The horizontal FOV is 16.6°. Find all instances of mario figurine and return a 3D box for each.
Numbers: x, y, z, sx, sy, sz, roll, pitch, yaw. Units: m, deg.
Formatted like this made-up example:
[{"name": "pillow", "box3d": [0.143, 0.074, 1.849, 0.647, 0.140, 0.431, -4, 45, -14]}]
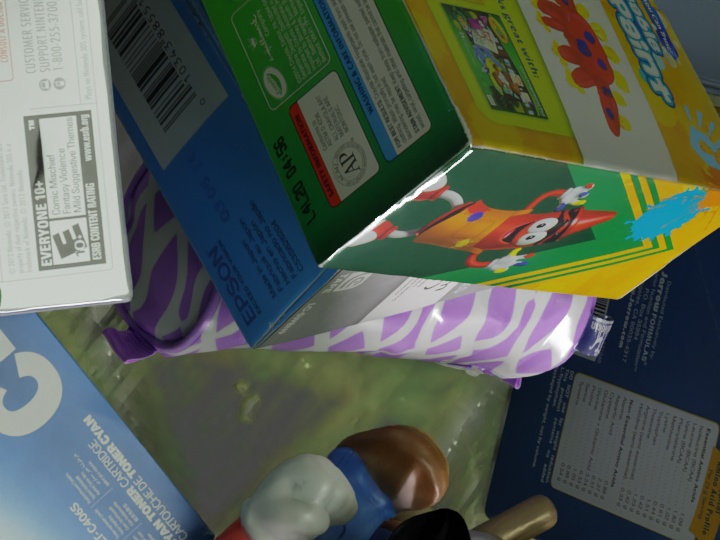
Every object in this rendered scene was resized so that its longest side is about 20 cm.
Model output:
[{"name": "mario figurine", "box3d": [-0.021, 0.142, 0.839, 0.123, 0.106, 0.200, 48, 51, -2]}]

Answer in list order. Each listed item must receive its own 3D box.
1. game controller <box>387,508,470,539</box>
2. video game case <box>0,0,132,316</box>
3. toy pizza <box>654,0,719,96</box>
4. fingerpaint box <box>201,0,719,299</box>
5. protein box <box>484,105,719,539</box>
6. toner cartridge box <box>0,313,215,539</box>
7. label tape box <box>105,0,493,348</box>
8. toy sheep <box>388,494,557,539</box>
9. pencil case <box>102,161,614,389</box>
[{"name": "game controller", "box3d": [0.025, 0.172, 0.845, 0.104, 0.042, 0.200, -57, 151, -35]}, {"name": "video game case", "box3d": [-0.173, -0.079, 0.776, 0.181, 0.045, 0.200, -6, 95, -18]}, {"name": "toy pizza", "box3d": [0.170, -0.167, 1.009, 0.200, 0.032, 0.201, 3, 111, 8]}, {"name": "fingerpaint box", "box3d": [0.023, -0.095, 0.818, 0.073, 0.200, 0.167, -38, 154, 31]}, {"name": "protein box", "box3d": [0.183, 0.041, 1.027, 0.135, 0.200, 0.199, 9, 96, -38]}, {"name": "toner cartridge box", "box3d": [-0.148, 0.046, 0.840, 0.095, 0.043, 0.200, -42, 103, -19]}, {"name": "label tape box", "box3d": [0.012, -0.061, 0.905, 0.200, 0.063, 0.144, -13, 66, -45]}, {"name": "toy sheep", "box3d": [0.041, 0.166, 0.999, 0.138, 0.138, 0.200, -33, 124, -26]}, {"name": "pencil case", "box3d": [0.000, 0.000, 0.961, 0.200, 0.084, 0.086, 8, 120, -36]}]
